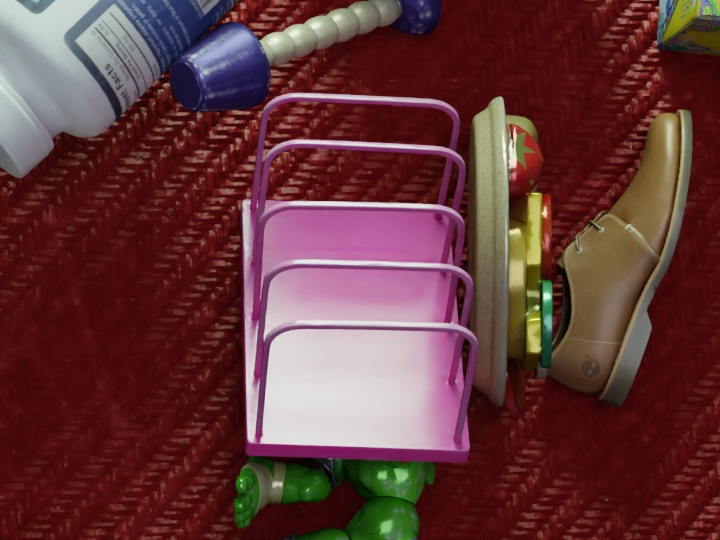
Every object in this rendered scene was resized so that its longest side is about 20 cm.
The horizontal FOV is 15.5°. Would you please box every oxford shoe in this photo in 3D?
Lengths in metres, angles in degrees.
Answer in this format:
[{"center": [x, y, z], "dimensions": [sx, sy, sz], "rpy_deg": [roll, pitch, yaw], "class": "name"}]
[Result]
[{"center": [0.170, -0.017, 1.737], "dimensions": [0.071, 0.071, 0.201], "rpy_deg": [19, 84, 0], "class": "oxford shoe"}]

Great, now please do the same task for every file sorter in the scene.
[{"center": [0.000, 0.000, 1.638], "dimensions": [0.138, 0.126, 0.201], "rpy_deg": [2, 49, -6], "class": "file sorter"}]

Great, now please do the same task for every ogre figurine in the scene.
[{"center": [-0.012, 0.112, 1.692], "dimensions": [0.119, 0.098, 0.201], "rpy_deg": [7, 52, 6], "class": "ogre figurine"}]

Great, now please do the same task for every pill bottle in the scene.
[{"center": [-0.168, -0.155, 1.643], "dimensions": [0.111, 0.111, 0.200], "rpy_deg": [45, 77, -1], "class": "pill bottle"}]

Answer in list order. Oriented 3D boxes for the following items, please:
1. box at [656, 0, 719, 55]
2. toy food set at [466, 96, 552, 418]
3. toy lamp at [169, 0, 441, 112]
[{"center": [0.311, -0.240, 1.745], "dimensions": [0.198, 0.122, 0.194], "rpy_deg": [6, 84, -6], "class": "box"}, {"center": [0.093, -0.009, 1.661], "dimensions": [0.048, 0.200, 0.200], "rpy_deg": [0, 82, 0], "class": "toy food set"}, {"center": [-0.035, -0.147, 1.685], "dimensions": [0.199, 0.058, 0.059], "rpy_deg": [-24, 88, -34], "class": "toy lamp"}]
